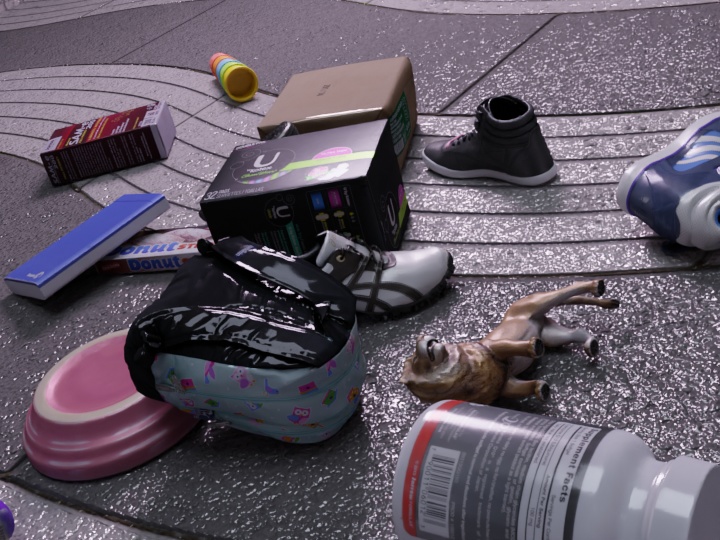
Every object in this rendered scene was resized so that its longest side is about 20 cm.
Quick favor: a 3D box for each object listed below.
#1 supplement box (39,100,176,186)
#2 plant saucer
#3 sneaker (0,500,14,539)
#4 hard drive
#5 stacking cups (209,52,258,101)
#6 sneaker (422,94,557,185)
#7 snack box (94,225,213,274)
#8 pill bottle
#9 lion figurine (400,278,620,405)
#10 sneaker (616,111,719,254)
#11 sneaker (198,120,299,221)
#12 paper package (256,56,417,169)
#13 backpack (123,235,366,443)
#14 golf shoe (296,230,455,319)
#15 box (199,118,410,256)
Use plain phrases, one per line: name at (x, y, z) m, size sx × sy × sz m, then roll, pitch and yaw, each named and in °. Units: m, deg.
supplement box at (-0.404, -0.206, 1.649) m, size 0.196 × 0.062 × 0.109 m, roll -14°, pitch 29°, yaw 6°
plant saucer at (-0.240, 0.119, 1.001) m, size 0.196 × 0.052 × 0.202 m, roll -13°, pitch 28°, yaw 7°
sneaker at (-0.375, 0.196, 0.915) m, size 0.196 × 0.071 × 0.100 m, roll -1°, pitch 29°, yaw 26°
hard drive at (-0.352, -0.035, 1.315) m, size 0.199 × 0.026 × 0.131 m, roll -41°, pitch 25°, yaw -28°
stacking cups at (-0.233, -0.347, 1.823) m, size 0.060 × 0.062 × 0.200 m, roll -22°, pitch 24°, yaw -12°
sneaker at (0.148, -0.168, 1.252) m, size 0.198 × 0.101 × 0.070 m, roll 13°, pitch 41°, yaw 44°
snack box at (-0.235, -0.027, 1.282) m, size 0.196 × 0.025 × 0.072 m, roll -4°, pitch 31°, yaw 23°
pill bottle at (0.129, 0.157, 0.672) m, size 0.197 × 0.118 × 0.116 m, roll 6°, pitch 35°, yaw 34°
lion figurine at (0.133, 0.064, 0.899) m, size 0.121 × 0.074 × 0.198 m, roll -5°, pitch 13°, yaw 46°
sneaker at (0.370, -0.084, 1.022) m, size 0.198 × 0.082 × 0.146 m, roll -27°, pitch 38°, yaw -25°
sneaker at (-0.120, -0.094, 1.303) m, size 0.198 × 0.114 × 0.077 m, roll -33°, pitch 22°, yaw 33°
paper package at (-0.024, -0.201, 1.398) m, size 0.187 × 0.105 × 0.201 m, roll -7°, pitch 29°, yaw 17°
backpack at (-0.090, 0.067, 0.915) m, size 0.196 × 0.128 × 0.168 m, roll 10°, pitch 46°, yaw 21°
golf shoe at (0.000, 0.000, 1.041) m, size 0.196 × 0.096 × 0.078 m, roll -18°, pitch 27°, yaw -6°
box at (-0.057, -0.072, 1.166) m, size 0.196 × 0.126 × 0.149 m, roll -8°, pitch 29°, yaw 16°
